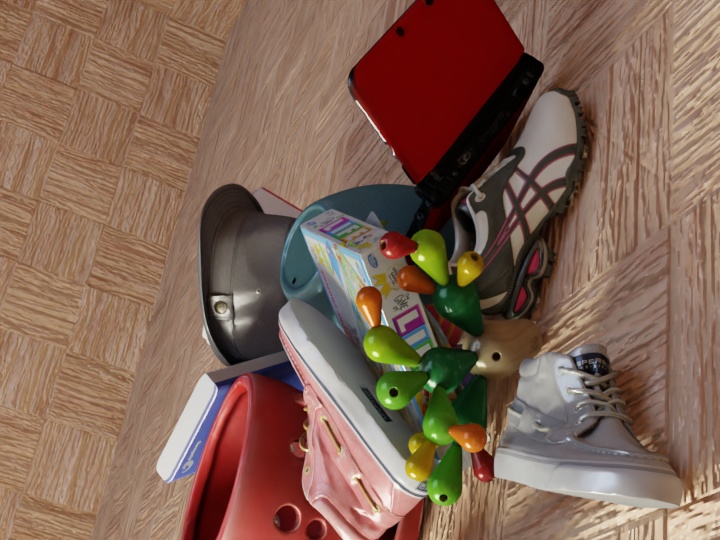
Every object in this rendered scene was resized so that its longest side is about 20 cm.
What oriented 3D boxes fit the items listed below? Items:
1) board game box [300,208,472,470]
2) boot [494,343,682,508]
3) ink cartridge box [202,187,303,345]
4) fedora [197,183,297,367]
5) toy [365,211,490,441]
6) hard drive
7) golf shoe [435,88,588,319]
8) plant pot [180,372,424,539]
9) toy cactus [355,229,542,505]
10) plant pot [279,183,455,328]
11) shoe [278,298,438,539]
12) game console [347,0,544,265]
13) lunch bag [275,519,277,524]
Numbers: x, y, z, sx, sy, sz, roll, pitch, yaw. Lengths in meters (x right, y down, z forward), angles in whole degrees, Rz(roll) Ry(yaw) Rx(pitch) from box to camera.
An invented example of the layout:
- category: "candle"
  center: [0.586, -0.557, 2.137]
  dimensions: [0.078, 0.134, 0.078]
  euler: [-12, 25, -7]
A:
- category: "board game box"
  center: [0.022, 0.057, 0.922]
  dimensions: [0.134, 0.034, 0.203]
  euler: [27, 141, 64]
- category: "boot"
  center: [0.140, 0.093, 0.719]
  dimensions: [0.200, 0.072, 0.097]
  euler: [166, 116, -72]
- category: "ink cartridge box"
  center: [-0.103, 0.026, 1.376]
  dimensions: [0.083, 0.145, 0.202]
  euler: [-44, -22, -47]
- category: "fedora"
  center: [-0.096, 0.010, 1.196]
  dimensions: [0.176, 0.089, 0.204]
  euler: [-16, -74, -69]
- category: "toy"
  center: [0.058, 0.048, 0.947]
  dimensions: [0.202, 0.047, 0.115]
  euler: [60, 163, 6]
- category: "hard drive"
  center: [-0.108, 0.140, 1.169]
  dimensions: [0.025, 0.199, 0.133]
  euler: [43, 121, 24]
- category: "golf shoe"
  center: [0.126, -0.063, 0.930]
  dimensions: [0.077, 0.087, 0.203]
  euler: [164, 125, -72]
- category: "plant pot"
  center: [-0.053, 0.214, 1.024]
  dimensions: [0.202, 0.180, 0.202]
  euler: [-57, 21, 36]
- category: "toy cactus"
  center: [0.079, 0.063, 0.832]
  dimensions: [0.101, 0.163, 0.204]
  euler: [-12, 91, 47]
- category: "plant pot"
  center: [0.000, 0.000, 1.109]
  dimensions: [0.199, 0.133, 0.203]
  euler: [-36, 45, 45]
- category: "shoe"
  center: [-0.025, 0.122, 0.912]
  dimensions: [0.091, 0.071, 0.201]
  euler: [-48, 61, 18]
- category: "game console"
  center: [0.064, -0.135, 0.998]
  dimensions: [0.201, 0.118, 0.173]
  euler: [-50, -9, -33]
- category: "lunch bag"
  center: [-0.143, 0.339, 1.351]
  dimensions: [0.151, 0.092, 0.203]
  euler: [-73, -1, -63]
